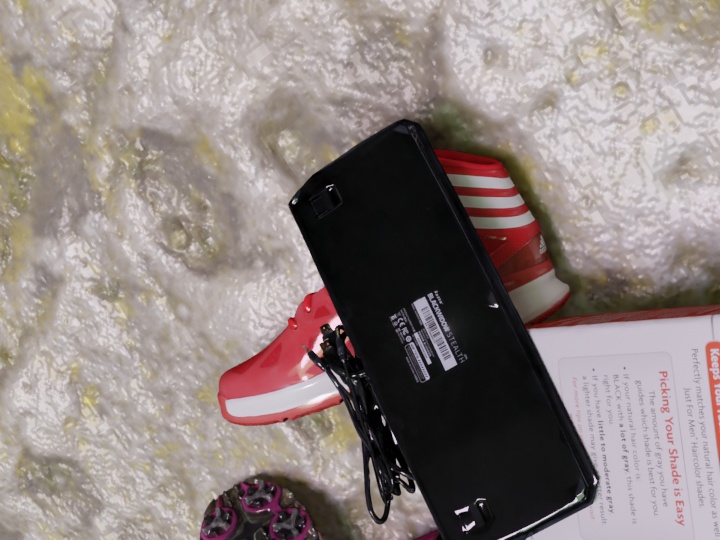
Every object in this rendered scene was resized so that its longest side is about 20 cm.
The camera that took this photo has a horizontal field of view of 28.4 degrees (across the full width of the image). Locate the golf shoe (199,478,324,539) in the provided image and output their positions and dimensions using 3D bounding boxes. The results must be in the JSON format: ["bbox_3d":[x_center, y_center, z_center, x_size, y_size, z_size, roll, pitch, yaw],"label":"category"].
[{"bbox_3d":[-0.029,0.203,0.785,0.072,0.200,0.093,-30,140,-9],"label":"golf shoe"}]

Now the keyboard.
[{"bbox_3d":[0.029,0.037,0.674,0.103,0.040,0.202,-28,74,13],"label":"keyboard"}]

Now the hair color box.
[{"bbox_3d":[0.163,0.071,0.618,0.198,0.064,0.112,-6,92,42],"label":"hair color box"}]

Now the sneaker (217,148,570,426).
[{"bbox_3d":[0.000,0.000,0.739,0.198,0.078,0.117,-22,91,15],"label":"sneaker"}]

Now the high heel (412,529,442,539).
[{"bbox_3d":[0.083,0.123,0.740,0.198,0.067,0.097,-10,110,22],"label":"high heel"}]
